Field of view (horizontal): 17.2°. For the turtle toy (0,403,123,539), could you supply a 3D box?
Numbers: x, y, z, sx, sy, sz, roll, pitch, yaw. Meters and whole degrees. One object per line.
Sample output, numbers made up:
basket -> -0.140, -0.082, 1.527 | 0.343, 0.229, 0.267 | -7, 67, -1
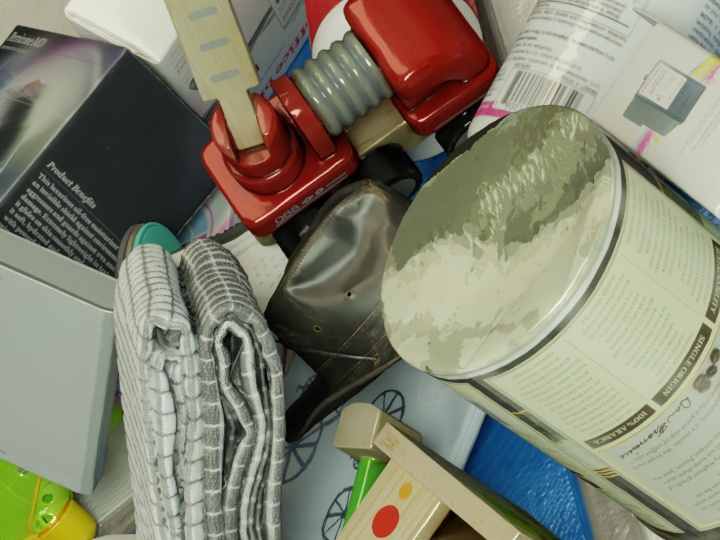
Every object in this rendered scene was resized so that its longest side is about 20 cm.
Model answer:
turtle toy -> -0.242, 0.133, 1.628 | 0.200, 0.146, 0.101 | -39, 16, 22

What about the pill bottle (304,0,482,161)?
pill bottle -> 0.020, -0.168, 1.563 | 0.112, 0.112, 0.201 | -37, 39, 25

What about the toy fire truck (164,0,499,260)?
toy fire truck -> -0.025, -0.117, 1.364 | 0.176, 0.200, 0.129 | -35, 70, 2

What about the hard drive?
hard drive -> -0.213, 0.052, 1.475 | 0.200, 0.131, 0.026 | 105, -170, -52

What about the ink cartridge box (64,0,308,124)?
ink cartridge box -> -0.108, -0.182, 1.647 | 0.083, 0.200, 0.147 | 29, 81, 18

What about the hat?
hat -> 0.000, 0.000, 1.353 | 0.201, 0.081, 0.201 | -45, 6, 6

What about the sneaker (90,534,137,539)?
sneaker -> -0.087, 0.218, 1.424 | 0.199, 0.075, 0.089 | 9, 100, 40

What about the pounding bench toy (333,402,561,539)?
pounding bench toy -> 0.020, 0.177, 1.248 | 0.156, 0.124, 0.200 | -55, 40, 1

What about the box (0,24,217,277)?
box -> -0.218, -0.050, 1.604 | 0.199, 0.123, 0.200 | -52, 29, -12

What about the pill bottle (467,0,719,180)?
pill bottle -> 0.154, -0.134, 1.369 | 0.113, 0.113, 0.201 | 18, 76, 55

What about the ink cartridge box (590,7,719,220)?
ink cartridge box -> 0.199, -0.059, 1.239 | 0.067, 0.117, 0.200 | -54, 26, 7

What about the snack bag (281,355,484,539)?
snack bag -> 0.013, 0.085, 1.429 | 0.200, 0.021, 0.189 | 4, 66, 52

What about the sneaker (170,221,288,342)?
sneaker -> -0.055, 0.006, 1.473 | 0.200, 0.080, 0.074 | -31, -12, -23

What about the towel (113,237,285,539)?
towel -> -0.084, 0.094, 1.327 | 0.166, 0.085, 0.201 | -126, 30, -72

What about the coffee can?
coffee can -> 0.129, 0.031, 1.185 | 0.146, 0.200, 0.147 | -30, 42, 31

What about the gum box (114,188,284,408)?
gum box -> -0.107, 0.004, 1.613 | 0.113, 0.066, 0.201 | -26, 44, 35

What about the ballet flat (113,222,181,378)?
ballet flat -> -0.127, 0.066, 1.491 | 0.073, 0.073, 0.201 | -35, 59, 27
